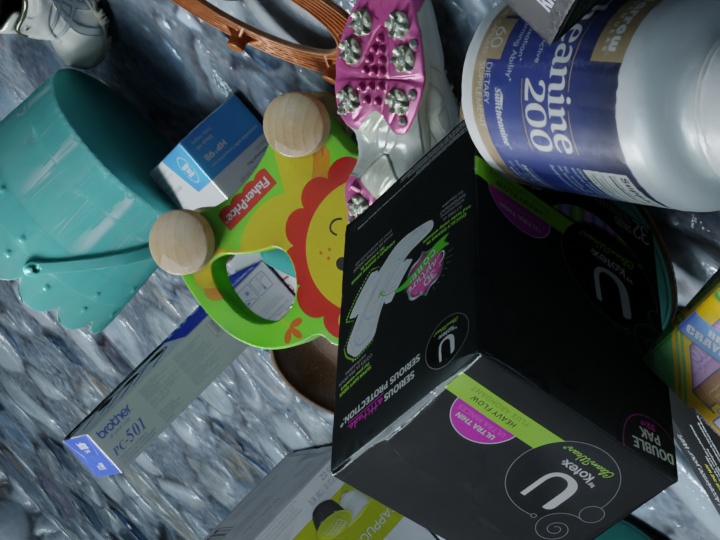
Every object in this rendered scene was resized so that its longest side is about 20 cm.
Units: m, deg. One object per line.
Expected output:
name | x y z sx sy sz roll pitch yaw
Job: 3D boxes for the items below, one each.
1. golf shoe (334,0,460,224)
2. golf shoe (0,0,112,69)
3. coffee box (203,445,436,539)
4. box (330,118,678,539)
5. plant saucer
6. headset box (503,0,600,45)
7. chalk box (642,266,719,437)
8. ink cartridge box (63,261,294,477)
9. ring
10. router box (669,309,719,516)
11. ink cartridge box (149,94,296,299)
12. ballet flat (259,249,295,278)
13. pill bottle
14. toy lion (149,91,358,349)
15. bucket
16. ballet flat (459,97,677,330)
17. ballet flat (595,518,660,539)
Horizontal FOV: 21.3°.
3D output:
golf shoe | 0.034 -0.101 1.243 0.075 0.091 0.202 22 125 35
golf shoe | -0.267 -0.220 1.574 0.078 0.097 0.201 35 158 24
coffee box | -0.045 0.319 1.963 0.198 0.200 0.200 49 158 -8
box | 0.079 0.042 1.069 0.148 0.201 0.124 32 127 -24
plant saucer | 0.030 0.056 1.465 0.198 0.037 0.201 5 144 3
headset box | 0.069 -0.237 0.897 0.200 0.093 0.174 45 159 7
chalk box | 0.249 0.017 0.961 0.124 0.124 0.200 44 158 7
ink cartridge box | -0.146 0.079 1.537 0.044 0.200 0.094 48 160 -8
ring | -0.076 -0.174 1.285 0.199 0.019 0.200 25 170 4
router box | 0.270 0.123 1.208 0.149 0.051 0.201 15 142 58
ink cartridge box | -0.073 -0.036 1.567 0.200 0.067 0.116 49 160 -5
ballet flat | 0.000 0.000 1.482 0.199 0.070 0.069 35 167 -32
pill bottle | 0.150 -0.089 0.976 0.199 0.111 0.111 13 141 56
toy lion | -0.024 -0.017 1.364 0.192 0.200 0.069 51 -161 11
bucket | -0.241 -0.063 1.645 0.207 0.135 0.208 43 -163 -16
ballet flat | 0.130 -0.045 1.187 0.201 0.070 0.065 56 -175 -15
ballet flat | 0.236 0.252 1.490 0.199 0.068 0.069 25 159 45
